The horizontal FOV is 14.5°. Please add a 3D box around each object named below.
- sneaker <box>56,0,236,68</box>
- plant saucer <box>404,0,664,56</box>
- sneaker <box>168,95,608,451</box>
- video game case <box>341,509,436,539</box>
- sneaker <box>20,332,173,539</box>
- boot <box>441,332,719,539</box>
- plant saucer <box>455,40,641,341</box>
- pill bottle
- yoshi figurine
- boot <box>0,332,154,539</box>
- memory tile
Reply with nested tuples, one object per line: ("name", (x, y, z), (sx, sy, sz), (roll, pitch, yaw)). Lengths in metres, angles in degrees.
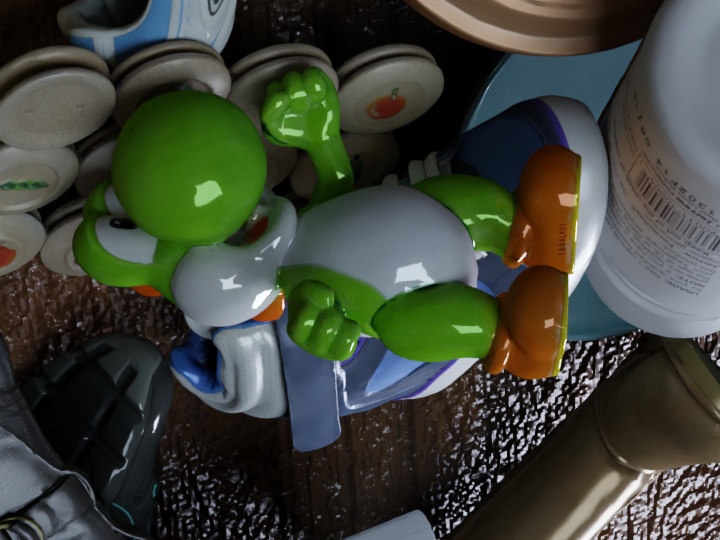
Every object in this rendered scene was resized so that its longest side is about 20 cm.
("sneaker", (-0.068, -0.167, 1.088), (0.072, 0.072, 0.201), (0, 119, -32))
("plant saucer", (0.082, -0.186, 1.134), (0.199, 0.032, 0.201), (-2, 97, -18))
("sneaker", (0.000, 0.000, 1.180), (0.146, 0.081, 0.200), (-3, 150, -33))
("video game case", (-0.068, 0.175, 1.279), (0.181, 0.023, 0.200), (-19, 163, -18))
("sneaker", (-0.125, 0.110, 1.253), (0.079, 0.075, 0.200), (-2, 128, -46))
("boot", (0.097, 0.116, 1.323), (0.200, 0.175, 0.066), (-45, 90, 1))
("plant saucer", (0.119, -0.062, 1.290), (0.199, 0.036, 0.201), (-15, 126, -21))
("pill bottle", (0.153, -0.044, 1.173), (0.114, 0.115, 0.200), (-23, 165, -15))
("yoshi figurine", (-0.015, -0.020, 1.095), (0.199, 0.112, 0.113), (6, 100, 6))
("boot", (-0.196, 0.105, 1.153), (0.199, 0.069, 0.175), (-24, 111, -2))
("memory tile", (-0.072, -0.042, 1.164), (0.199, 0.017, 0.153), (-2, 146, -28))
